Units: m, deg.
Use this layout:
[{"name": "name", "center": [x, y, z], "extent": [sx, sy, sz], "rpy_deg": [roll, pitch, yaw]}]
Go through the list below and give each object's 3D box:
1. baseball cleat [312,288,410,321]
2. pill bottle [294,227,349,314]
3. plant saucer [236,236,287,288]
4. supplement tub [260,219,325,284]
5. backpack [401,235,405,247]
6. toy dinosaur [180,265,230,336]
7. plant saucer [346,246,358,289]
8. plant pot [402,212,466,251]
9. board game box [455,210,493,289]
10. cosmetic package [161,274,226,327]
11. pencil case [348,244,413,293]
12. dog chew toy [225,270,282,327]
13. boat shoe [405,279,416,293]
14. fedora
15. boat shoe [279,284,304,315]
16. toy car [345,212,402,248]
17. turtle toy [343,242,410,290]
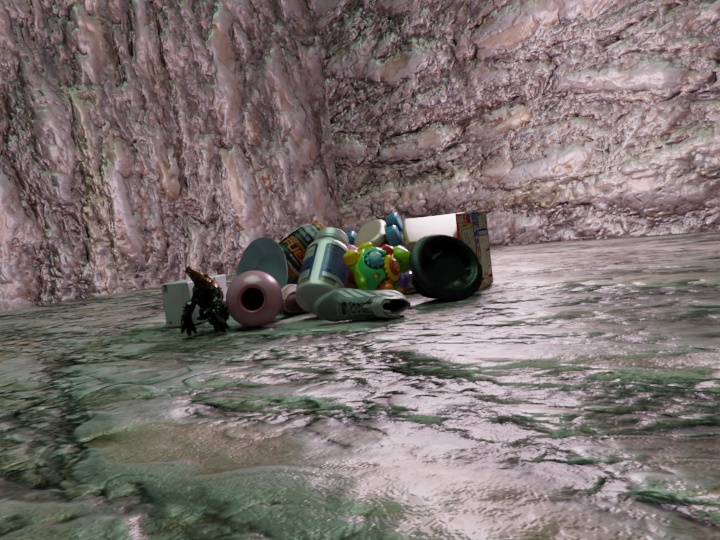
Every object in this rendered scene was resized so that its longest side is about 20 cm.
[{"name": "baseball cleat", "center": [0.003, 0.069, 1.290], "extent": [0.199, 0.070, 0.106], "rpy_deg": [-8, 4, -9]}, {"name": "pill bottle", "center": [-0.082, -0.004, 1.471], "extent": [0.111, 0.111, 0.200], "rpy_deg": [-5, 46, 17]}, {"name": "plant saucer", "center": [-0.243, 0.015, 1.609], "extent": [0.201, 0.202, 0.039], "rpy_deg": [-3, -7, 41]}, {"name": "supplement tub", "center": [-0.170, -0.041, 1.713], "extent": [0.200, 0.123, 0.123], "rpy_deg": [-40, 12, -11]}, {"name": "backpack", "center": [0.195, -0.049, 2.026], "extent": [0.162, 0.168, 0.200], "rpy_deg": [-13, 7, 5]}, {"name": "toy dinosaur", "center": [-0.341, 0.066, 1.363], "extent": [0.102, 0.136, 0.200], "rpy_deg": [-21, -45, 24]}, {"name": "plant saucer", "center": [0.000, 0.000, 1.664], "extent": [0.200, 0.038, 0.200], "rpy_deg": [9, 39, -8]}, {"name": "plant pot", "center": [0.221, -0.044, 1.818], "extent": [0.199, 0.200, 0.177], "rpy_deg": [-6, 15, 13]}, {"name": "board game box", "center": [0.301, -0.055, 1.643], "extent": [0.046, 0.201, 0.151], "rpy_deg": [-5, 3, 26]}, {"name": "cosmetic package", "center": [-0.423, 0.075, 1.617], "extent": [0.081, 0.113, 0.200], "rpy_deg": [-6, 5, 14]}, {"name": "pencil case", "center": [0.036, 0.000, 1.583], "extent": [0.200, 0.089, 0.088], "rpy_deg": [21, 8, 7]}, {"name": "dog chew toy", "center": [-0.238, 0.064, 1.424], "extent": [0.124, 0.125, 0.200], "rpy_deg": [-7, -2, -5]}, {"name": "boat shoe", "center": [0.170, 0.033, 1.697], "extent": [0.202, 0.075, 0.075], "rpy_deg": [-12, -34, 22]}, {"name": "fedora", "center": [0.192, 0.006, 1.507], "extent": [0.200, 0.201, 0.092], "rpy_deg": [-9, -25, -31]}, {"name": "boat shoe", "center": [-0.135, 0.066, 1.548], "extent": [0.072, 0.076, 0.200], "rpy_deg": [-1, 8, 26]}, {"name": "toy car", "center": [0.067, -0.041, 1.926], "extent": [0.184, 0.200, 0.177], "rpy_deg": [-23, 25, 17]}, {"name": "turtle toy", "center": [0.053, -0.003, 1.464], "extent": [0.101, 0.146, 0.200], "rpy_deg": [-18, 8, 32]}]
